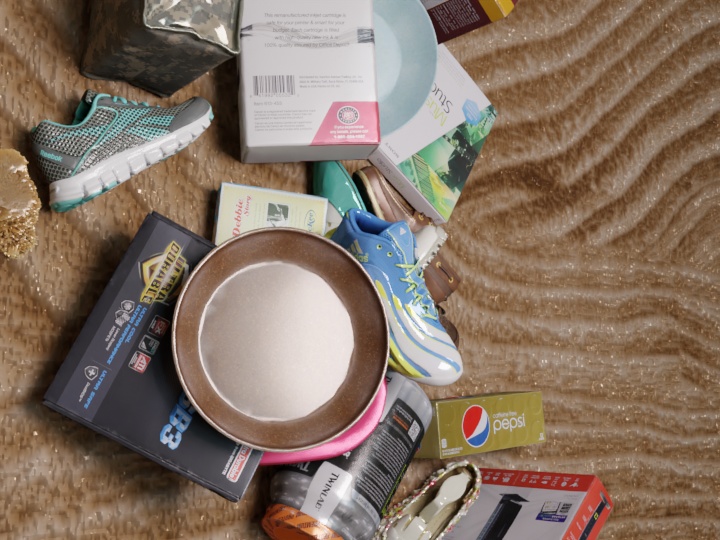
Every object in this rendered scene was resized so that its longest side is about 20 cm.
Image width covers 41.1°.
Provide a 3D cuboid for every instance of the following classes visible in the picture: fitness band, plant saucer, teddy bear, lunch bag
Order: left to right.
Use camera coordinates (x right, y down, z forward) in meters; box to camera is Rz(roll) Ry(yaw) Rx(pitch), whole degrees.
[{"bbox_3d":[-0.369,-0.043,0.788,0.200,0.067,0.146,-36,98,-32],"label":"teddy bear"},{"bbox_3d":[-0.184,-0.288,0.913,0.117,0.164,0.202,9,78,-35],"label":"lunch bag"},{"bbox_3d":[-0.072,0.062,0.870,0.199,0.037,0.202,3,80,-16],"label":"plant saucer"},{"bbox_3d":[-0.072,0.116,0.944,0.198,0.037,0.145,-3,80,-14],"label":"fitness band"},{"bbox_3d":[-0.011,-0.246,1.108,0.199,0.039,0.203,0,90,-10],"label":"plant saucer"}]

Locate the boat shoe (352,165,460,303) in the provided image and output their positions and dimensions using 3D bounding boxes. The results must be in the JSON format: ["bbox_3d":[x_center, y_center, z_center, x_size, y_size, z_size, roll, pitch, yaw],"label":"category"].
[{"bbox_3d":[0.055,-0.044,1.138,0.067,0.072,0.201,-33,114,-7],"label":"boat shoe"}]

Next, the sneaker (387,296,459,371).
[{"bbox_3d":[0.075,0.063,1.074,0.076,0.070,0.200,-64,160,15],"label":"sneaker"}]

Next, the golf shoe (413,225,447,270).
[{"bbox_3d":[0.000,0.000,1.043,0.200,0.078,0.097,-38,92,0],"label":"golf shoe"}]

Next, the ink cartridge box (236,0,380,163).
[{"bbox_3d":[-0.060,-0.223,1.029,0.143,0.084,0.202,-3,85,-11],"label":"ink cartridge box"}]

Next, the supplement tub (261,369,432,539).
[{"bbox_3d":[-0.015,0.203,1.016,0.123,0.122,0.201,48,55,-25],"label":"supplement tub"}]

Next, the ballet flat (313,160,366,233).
[{"bbox_3d":[-0.015,-0.033,1.094,0.070,0.067,0.201,-36,105,-24],"label":"ballet flat"}]

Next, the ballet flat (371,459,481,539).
[{"bbox_3d":[0.071,0.285,1.108,0.076,0.064,0.200,41,56,10],"label":"ballet flat"}]

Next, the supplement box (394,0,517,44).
[{"bbox_3d":[0.108,-0.383,1.163,0.133,0.199,0.198,52,54,-23],"label":"supplement box"}]

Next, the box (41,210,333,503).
[{"bbox_3d":[-0.155,0.080,0.887,0.198,0.050,0.201,29,74,-6],"label":"box"}]

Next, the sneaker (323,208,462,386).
[{"bbox_3d":[0.033,0.018,0.932,0.200,0.105,0.076,43,43,20],"label":"sneaker"}]

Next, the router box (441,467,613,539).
[{"bbox_3d":[0.166,0.312,1.107,0.180,0.199,0.049,-49,115,-35],"label":"router box"}]

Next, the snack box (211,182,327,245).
[{"bbox_3d":[-0.101,0.016,0.997,0.115,0.037,0.202,8,77,-14],"label":"snack box"}]

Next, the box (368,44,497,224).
[{"bbox_3d":[0.093,-0.179,1.229,0.144,0.036,0.201,44,58,-28],"label":"box"}]

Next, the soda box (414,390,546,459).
[{"bbox_3d":[0.144,0.190,1.199,0.199,0.064,0.068,1,82,-42],"label":"soda box"}]

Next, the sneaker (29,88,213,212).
[{"bbox_3d":[-0.226,-0.137,0.916,0.200,0.077,0.092,-38,104,-40],"label":"sneaker"}]
